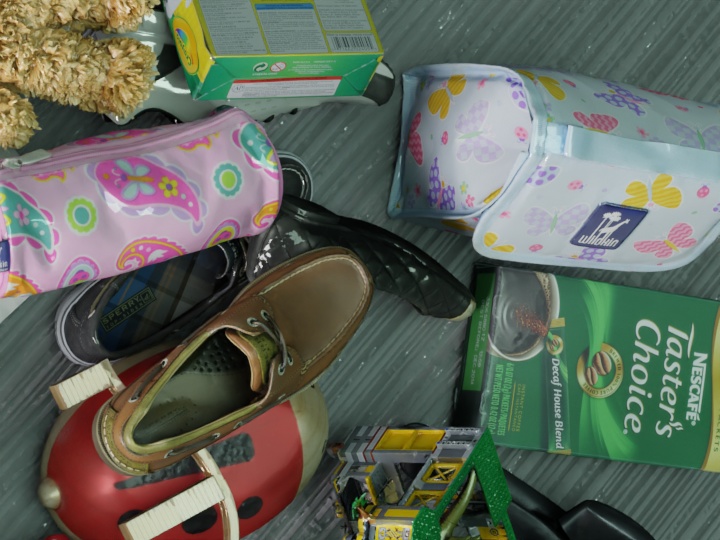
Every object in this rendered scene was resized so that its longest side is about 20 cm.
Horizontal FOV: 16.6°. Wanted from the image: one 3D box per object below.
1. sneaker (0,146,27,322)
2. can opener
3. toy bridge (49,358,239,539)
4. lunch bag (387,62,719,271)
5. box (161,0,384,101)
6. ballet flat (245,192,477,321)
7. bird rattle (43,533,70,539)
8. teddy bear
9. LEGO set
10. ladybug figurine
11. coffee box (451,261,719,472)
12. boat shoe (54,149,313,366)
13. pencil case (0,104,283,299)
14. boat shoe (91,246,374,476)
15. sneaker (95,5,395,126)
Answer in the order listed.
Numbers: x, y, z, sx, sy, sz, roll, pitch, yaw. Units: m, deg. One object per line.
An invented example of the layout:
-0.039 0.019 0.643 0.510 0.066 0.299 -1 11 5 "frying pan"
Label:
-0.264 -0.001 1.451 0.116 0.074 0.200 50 63 -16 "sneaker"
0.106 0.159 1.643 0.199 0.063 0.079 32 105 -14 "can opener"
-0.110 0.143 1.463 0.067 0.027 0.201 -27 90 -18 "toy bridge"
0.132 -0.066 1.566 0.169 0.200 0.128 7 89 -27 "lunch bag"
-0.071 -0.196 1.505 0.117 0.048 0.201 -3 58 -25 "box"
0.000 0.000 1.567 0.200 0.066 0.057 21 101 -44 "ballet flat"
-0.245 0.220 1.472 0.200 0.113 0.164 26 92 -37 "bird rattle"
-0.213 -0.142 1.440 0.199 0.067 0.146 17 85 -9 "teddy bear"
0.027 0.191 1.550 0.154 0.115 0.201 -61 138 -41 "LEGO set"
-0.104 0.113 1.528 0.199 0.072 0.136 -21 101 -24 "ladybug figurine"
0.163 0.067 1.671 0.199 0.044 0.124 10 87 -26 "coffee box"
-0.101 -0.008 1.527 0.200 0.066 0.070 -34 107 -22 "boat shoe"
-0.145 -0.042 1.435 0.199 0.087 0.088 -14 98 -31 "pencil case"
-0.064 0.054 1.440 0.200 0.068 0.072 -40 95 -19 "boat shoe"
-0.076 -0.117 1.540 0.199 0.074 0.080 6 94 -18 "sneaker"
